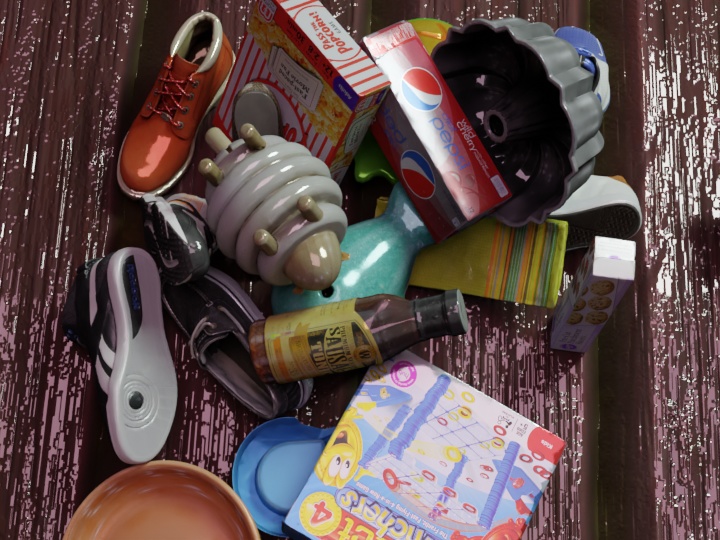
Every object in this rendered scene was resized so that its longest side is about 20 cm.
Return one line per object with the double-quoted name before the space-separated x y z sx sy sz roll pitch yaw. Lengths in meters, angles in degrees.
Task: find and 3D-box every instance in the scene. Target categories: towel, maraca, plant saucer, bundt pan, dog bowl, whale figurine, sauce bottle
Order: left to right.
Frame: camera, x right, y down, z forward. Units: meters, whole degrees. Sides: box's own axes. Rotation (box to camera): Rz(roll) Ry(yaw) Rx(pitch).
"plant saucer" -0.181 0.279 1.191 0.197 0.037 0.204 -2 76 8
"dog bowl" -0.023 0.198 1.237 0.196 0.050 0.113 -3 71 -3
"sauce bottle" -0.002 0.055 1.174 0.197 0.066 0.067 -14 71 14
"whale figurine" 0.000 0.000 1.260 0.200 0.104 0.159 -44 78 1
"maraca" 0.045 -0.177 1.336 0.137 0.107 0.200 40 74 10
"towel" 0.105 -0.019 1.291 0.197 0.018 0.088 9 92 17
"bundt pan" 0.153 -0.149 1.231 0.075 0.202 0.203 -25 73 -32

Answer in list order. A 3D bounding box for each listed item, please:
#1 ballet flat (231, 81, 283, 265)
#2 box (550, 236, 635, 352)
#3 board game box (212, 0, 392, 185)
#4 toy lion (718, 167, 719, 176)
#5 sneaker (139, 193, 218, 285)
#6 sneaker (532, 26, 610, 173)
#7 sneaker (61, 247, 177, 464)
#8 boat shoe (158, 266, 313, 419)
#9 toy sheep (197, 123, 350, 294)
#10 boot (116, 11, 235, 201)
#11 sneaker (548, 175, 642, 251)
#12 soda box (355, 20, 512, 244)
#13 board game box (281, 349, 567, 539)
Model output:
"ballet flat" -0.102 -0.091 1.282 0.066 0.203 0.047 -3 28 -5
"box" 0.218 0.026 1.227 0.041 0.200 0.039 9 67 0
"board game box" -0.063 -0.164 1.274 0.046 0.201 0.152 -28 69 -36
"toy lion" 0.488 -0.100 1.313 0.198 0.191 0.070 -26 69 31
"sneaker" -0.163 -0.040 1.245 0.079 0.200 0.075 -7 108 -14
"sneaker" 0.219 -0.194 1.323 0.079 0.116 0.201 10 52 9
"sneaker" -0.237 0.087 1.244 0.072 0.111 0.203 7 75 -43
"boat shoe" -0.132 0.063 1.249 0.199 0.071 0.073 39 118 15
"toy sheep" -0.083 -0.062 1.188 0.137 0.138 0.201 -30 68 -12
"boot" -0.194 -0.170 1.324 0.074 0.107 0.202 24 73 4
"sneaker" 0.186 -0.060 1.338 0.197 0.074 0.085 -4 36 4
"soda box" 0.059 -0.133 1.241 0.063 0.070 0.202 -27 86 -30
"board game box" 0.059 0.199 1.185 0.198 0.056 0.197 28 70 6
